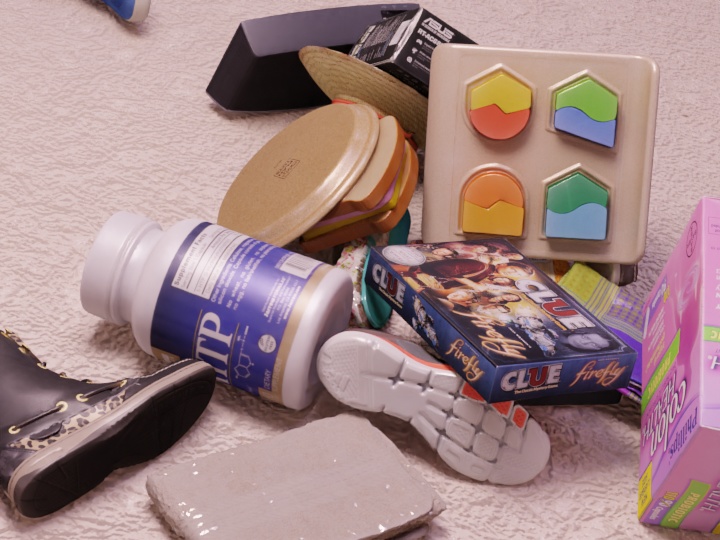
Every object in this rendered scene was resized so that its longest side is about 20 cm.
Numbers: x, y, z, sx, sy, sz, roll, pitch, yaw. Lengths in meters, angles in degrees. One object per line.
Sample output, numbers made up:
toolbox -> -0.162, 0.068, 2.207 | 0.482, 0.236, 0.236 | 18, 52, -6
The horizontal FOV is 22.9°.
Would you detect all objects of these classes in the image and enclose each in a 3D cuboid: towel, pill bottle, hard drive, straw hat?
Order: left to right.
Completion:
pill bottle -> -0.117, 0.025, 1.435 | 0.200, 0.120, 0.120 | 19, 37, 13
towel -> -0.047, 0.173, 1.327 | 0.200, 0.034, 0.133 | -14, 41, -31
hard drive -> -0.043, -0.209, 1.766 | 0.200, 0.135, 0.042 | -10, 67, -29
straw hat -> 0.007, -0.123, 1.682 | 0.201, 0.201, 0.085 | 27, 81, 21
towel -> 0.247, 0.068, 1.516 | 0.200, 0.023, 0.144 | 31, 33, 11

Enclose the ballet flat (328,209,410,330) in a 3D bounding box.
ballet flat -> 0.000, 0.000, 1.558 | 0.064, 0.076, 0.200 | -14, 26, 20

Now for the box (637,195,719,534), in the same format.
box -> 0.283, 0.077, 1.369 | 0.097, 0.176, 0.200 | 8, 59, -3

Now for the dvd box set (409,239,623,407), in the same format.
dvd box set -> 0.132, 0.043, 1.548 | 0.146, 0.029, 0.200 | 1, 37, -15

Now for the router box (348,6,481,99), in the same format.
router box -> 0.096, -0.162, 1.663 | 0.200, 0.062, 0.150 | 32, -9, -17

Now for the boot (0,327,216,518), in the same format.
boot -> -0.225, 0.094, 1.361 | 0.151, 0.073, 0.200 | 34, 47, 28

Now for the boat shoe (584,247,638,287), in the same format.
boat shoe -> 0.232, -0.049, 1.666 | 0.059, 0.072, 0.200 | 0, 31, -10

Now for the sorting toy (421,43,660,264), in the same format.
sorting toy -> 0.155, -0.101, 1.552 | 0.200, 0.185, 0.036 | 5, 11, 8

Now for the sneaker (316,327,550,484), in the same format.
sneaker -> 0.064, 0.095, 1.415 | 0.200, 0.077, 0.082 | 31, 18, -2

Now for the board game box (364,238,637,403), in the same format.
board game box -> 0.109, 0.036, 1.427 | 0.135, 0.035, 0.200 | -4, 30, -30

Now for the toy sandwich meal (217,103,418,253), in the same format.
toy sandwich meal -> -0.039, -0.070, 1.574 | 0.070, 0.205, 0.205 | 46, 26, -26

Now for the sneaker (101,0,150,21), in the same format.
sneaker -> -0.299, -0.320, 1.886 | 0.111, 0.077, 0.200 | -3, 34, -28
